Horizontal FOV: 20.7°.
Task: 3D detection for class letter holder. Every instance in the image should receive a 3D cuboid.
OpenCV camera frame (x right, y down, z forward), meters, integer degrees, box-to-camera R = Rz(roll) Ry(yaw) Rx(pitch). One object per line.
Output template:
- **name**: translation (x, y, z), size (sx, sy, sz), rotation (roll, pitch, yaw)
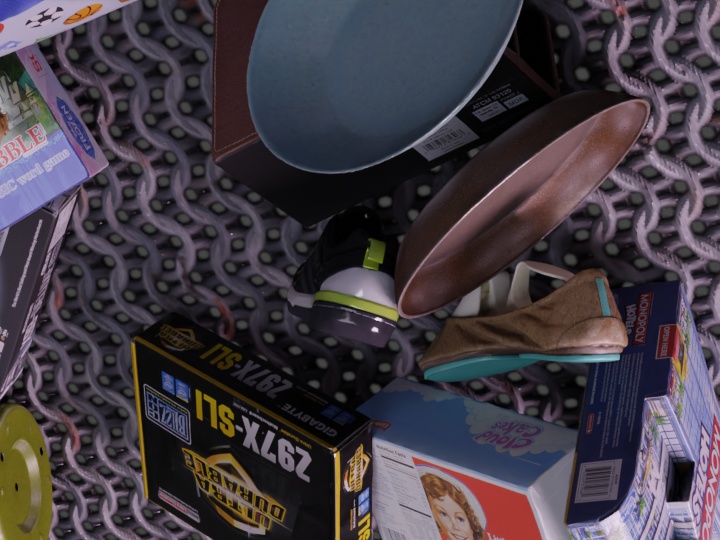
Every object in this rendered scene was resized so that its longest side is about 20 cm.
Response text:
- **letter holder**: translation (0.011, -0.142, 1.240), size (0.199, 0.143, 0.100), rotation (-24, 143, 28)

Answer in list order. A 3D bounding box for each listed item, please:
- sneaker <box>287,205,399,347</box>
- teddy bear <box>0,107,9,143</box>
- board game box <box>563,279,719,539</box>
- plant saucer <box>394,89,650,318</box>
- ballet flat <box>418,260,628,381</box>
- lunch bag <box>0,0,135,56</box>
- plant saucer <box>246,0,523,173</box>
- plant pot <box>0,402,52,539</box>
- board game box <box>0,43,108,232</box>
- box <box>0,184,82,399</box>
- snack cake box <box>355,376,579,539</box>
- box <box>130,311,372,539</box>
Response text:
- **sneaker**: translation (0.000, 0.000, 1.303), size (0.071, 0.200, 0.084), rotation (14, 92, -10)
- **teddy bear**: translation (-0.277, -0.150, 1.249), size (0.066, 0.145, 0.202), rotation (-12, 107, 10)
- **board game box**: translation (0.205, 0.149, 1.312), size (0.061, 0.201, 0.201), rotation (-9, 133, 24)
- **plant saucer**: translation (0.093, -0.046, 1.212), size (0.032, 0.199, 0.201), rotation (50, 129, 15)
- **ballet flat**: translation (0.105, 0.032, 1.315), size (0.199, 0.067, 0.073), rotation (-15, 76, 60)
- **lunch bag**: translation (-0.173, -0.210, 1.192), size (0.169, 0.200, 0.124), rotation (-18, 114, 31)
- **plant saucer**: translation (0.022, -0.137, 1.129), size (0.200, 0.203, 0.039), rotation (-20, 142, 31)
- **plant pot**: translation (-0.350, 0.177, 1.539), size (0.191, 0.201, 0.202), rotation (-6, 120, 10)
- **board game box**: translation (-0.308, -0.108, 1.362), size (0.199, 0.041, 0.201), rotation (-29, 97, 18)
- **box**: translation (-0.307, -0.016, 1.466), size (0.157, 0.050, 0.201), rotation (28, 127, 3)
- **snack cake box**: translation (0.084, 0.154, 1.362), size (0.199, 0.067, 0.116), rotation (14, 131, 49)
- **box**: translation (-0.079, 0.140, 1.437), size (0.199, 0.049, 0.161), rotation (27, 132, 31)
